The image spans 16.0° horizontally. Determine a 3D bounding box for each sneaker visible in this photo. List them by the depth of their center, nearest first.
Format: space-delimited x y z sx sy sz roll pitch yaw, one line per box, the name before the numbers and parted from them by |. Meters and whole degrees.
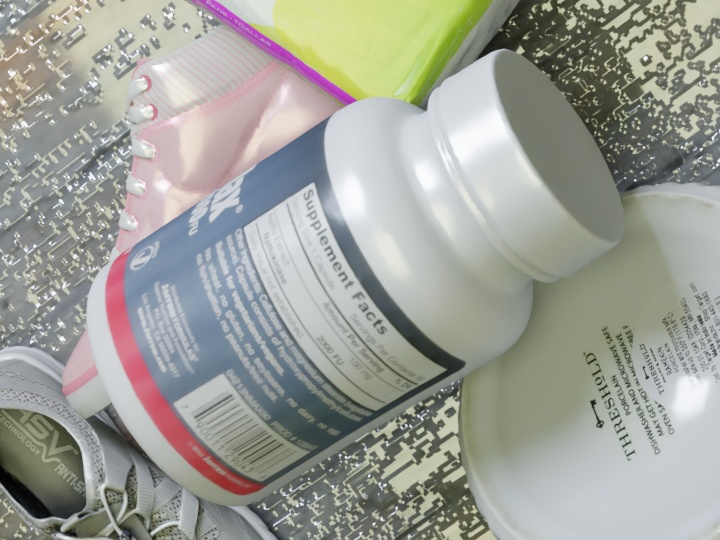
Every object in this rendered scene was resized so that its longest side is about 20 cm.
sneaker | -0.085 -0.033 1.153 0.105 0.075 0.200 43 96 -1
sneaker | -0.113 0.119 1.177 0.200 0.082 0.075 37 103 5

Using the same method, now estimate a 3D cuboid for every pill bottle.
pill bottle | 0.000 0.000 1.034 0.200 0.120 0.120 -32 90 22

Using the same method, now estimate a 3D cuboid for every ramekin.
ramekin | 0.134 0.058 1.057 0.200 0.105 0.200 -15 63 31

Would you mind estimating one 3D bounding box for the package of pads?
package of pads | 0.016 -0.174 1.094 0.154 0.068 0.200 34 88 5
